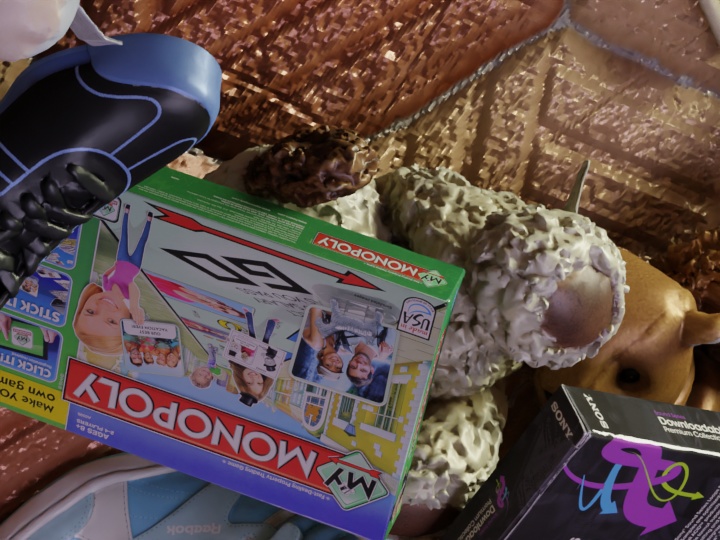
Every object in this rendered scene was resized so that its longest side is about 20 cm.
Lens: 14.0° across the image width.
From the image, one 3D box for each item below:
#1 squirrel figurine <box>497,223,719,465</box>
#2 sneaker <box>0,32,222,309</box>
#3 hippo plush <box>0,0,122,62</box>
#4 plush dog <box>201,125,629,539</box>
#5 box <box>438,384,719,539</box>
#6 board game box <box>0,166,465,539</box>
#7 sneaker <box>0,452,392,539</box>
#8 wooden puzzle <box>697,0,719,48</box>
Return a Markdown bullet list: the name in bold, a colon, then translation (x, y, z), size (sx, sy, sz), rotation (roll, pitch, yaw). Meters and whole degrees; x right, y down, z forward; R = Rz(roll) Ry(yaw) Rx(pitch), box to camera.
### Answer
- **squirrel figurine**: translation (0.139, 0.038, 1.386), size (0.200, 0.142, 0.187), rotation (-41, 150, -20)
- **sneaker**: translation (-0.138, -0.023, 1.149), size (0.200, 0.078, 0.070), rotation (-24, 141, 26)
- **hippo plush**: translation (-0.106, -0.174, 1.024), size (0.161, 0.159, 0.200), rotation (-46, 136, 13)
- **plush dog**: translation (0.000, 0.000, 1.285), size (0.172, 0.161, 0.200), rotation (18, 130, -21)
- **box**: translation (0.131, 0.122, 1.316), size (0.200, 0.036, 0.143), rotation (11, 127, -38)
- **board game box**: translation (-0.067, 0.026, 1.233), size (0.200, 0.029, 0.135), rotation (19, 125, 7)
- **sneaker**: translation (-0.073, 0.144, 1.353), size (0.200, 0.131, 0.080), rotation (-24, 138, -12)
- **wooden puzzle**: translation (0.223, -0.199, 1.302), size (0.200, 0.037, 0.185), rotation (-35, 138, -1)
